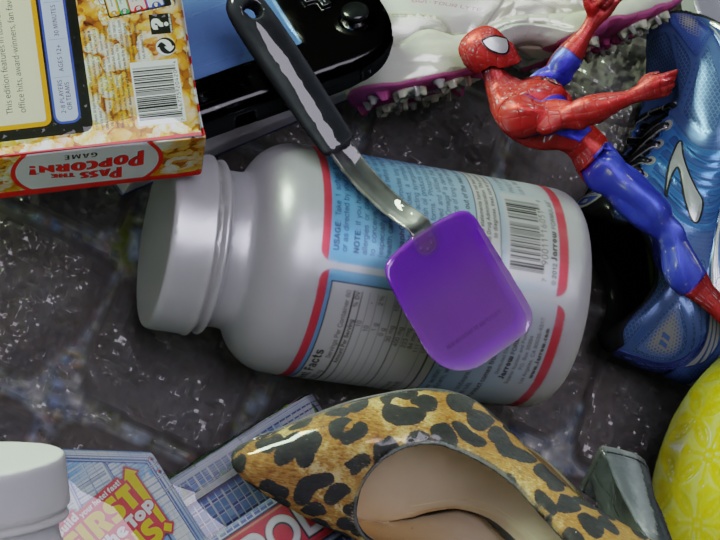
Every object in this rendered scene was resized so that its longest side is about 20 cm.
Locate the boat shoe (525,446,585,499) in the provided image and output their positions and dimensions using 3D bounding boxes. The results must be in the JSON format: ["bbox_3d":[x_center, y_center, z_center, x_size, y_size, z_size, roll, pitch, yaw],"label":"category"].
[{"bbox_3d":[0.108,0.173,0.961,0.071,0.065,0.201,-30,88,10],"label":"boat shoe"}]

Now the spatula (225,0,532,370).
[{"bbox_3d":[0.001,-0.044,0.896,0.056,0.021,0.200,-34,82,-26],"label":"spatula"}]

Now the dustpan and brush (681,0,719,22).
[{"bbox_3d":[0.239,-0.089,1.094,0.139,0.057,0.202,12,69,-16],"label":"dustpan and brush"}]

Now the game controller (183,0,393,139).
[{"bbox_3d":[-0.088,-0.101,0.940,0.199,0.042,0.105,-20,58,-14],"label":"game controller"}]

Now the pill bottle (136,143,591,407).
[{"bbox_3d":[0.000,0.000,0.952,0.198,0.109,0.110,9,70,-16],"label":"pill bottle"}]

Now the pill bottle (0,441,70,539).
[{"bbox_3d":[-0.153,0.174,0.804,0.112,0.112,0.202,-5,95,-21],"label":"pill bottle"}]

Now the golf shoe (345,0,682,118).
[{"bbox_3d":[0.075,-0.141,1.020,0.199,0.075,0.092,-16,84,-27],"label":"golf shoe"}]

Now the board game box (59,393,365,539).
[{"bbox_3d":[-0.069,0.143,0.906,0.199,0.062,0.201,-32,86,-26],"label":"board game box"}]

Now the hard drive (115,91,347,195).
[{"bbox_3d":[-0.062,-0.135,1.020,0.199,0.025,0.133,-25,82,-25],"label":"hard drive"}]

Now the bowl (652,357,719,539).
[{"bbox_3d":[0.248,0.126,0.972,0.199,0.108,0.202,1,88,-26],"label":"bowl"}]

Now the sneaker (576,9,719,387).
[{"bbox_3d":[0.156,-0.044,1.040,0.088,0.079,0.202,11,69,-19],"label":"sneaker"}]

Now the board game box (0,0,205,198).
[{"bbox_3d":[-0.176,-0.107,0.876,0.198,0.046,0.153,-7,72,-10],"label":"board game box"}]

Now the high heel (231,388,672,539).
[{"bbox_3d":[0.046,0.118,0.848,0.198,0.072,0.143,7,31,-11],"label":"high heel"}]

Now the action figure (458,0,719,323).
[{"bbox_3d":[0.138,-0.063,0.963,0.200,0.065,0.099,39,98,-7],"label":"action figure"}]
